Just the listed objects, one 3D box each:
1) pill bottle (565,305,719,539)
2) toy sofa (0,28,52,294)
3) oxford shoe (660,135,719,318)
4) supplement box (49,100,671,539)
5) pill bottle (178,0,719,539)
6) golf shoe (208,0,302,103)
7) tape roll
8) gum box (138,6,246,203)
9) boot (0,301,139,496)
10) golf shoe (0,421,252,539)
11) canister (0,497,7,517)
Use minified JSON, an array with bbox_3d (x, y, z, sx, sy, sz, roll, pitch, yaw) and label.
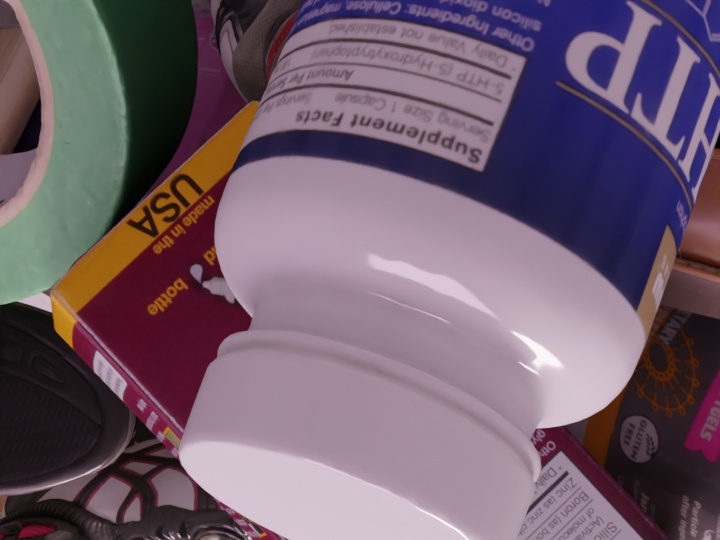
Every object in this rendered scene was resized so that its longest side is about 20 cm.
[{"bbox_3d":[0.168,0.072,0.906,0.200,0.117,0.116,27,168,37],"label":"pill bottle"},{"bbox_3d":[-0.061,-0.009,1.076,0.200,0.083,0.097,32,166,-26],"label":"toy sofa"},{"bbox_3d":[0.161,-0.018,0.872,0.199,0.071,0.072,11,123,2],"label":"oxford shoe"},{"bbox_3d":[0.004,0.056,0.876,0.200,0.086,0.110,47,173,1],"label":"supplement box"},{"bbox_3d":[0.029,-0.025,0.774,0.119,0.201,0.120,19,162,7],"label":"pill bottle"},{"bbox_3d":[0.036,-0.046,0.941,0.200,0.073,0.092,33,-172,-36],"label":"golf shoe"},{"bbox_3d":[-0.149,-0.082,0.913,0.200,0.048,0.201,17,132,20],"label":"tape roll"},{"bbox_3d":[0.000,0.000,1.010,0.200,0.114,0.066,30,160,-25],"label":"gum box"},{"bbox_3d":[-0.152,0.038,1.087,0.203,0.074,0.154,-1,-177,21],"label":"boot"},{"bbox_3d":[-0.058,0.081,1.049,0.199,0.088,0.077,-6,143,38],"label":"golf shoe"},{"bbox_3d":[-0.102,0.079,1.206,0.086,0.201,0.149,24,161,-11],"label":"canister"}]
